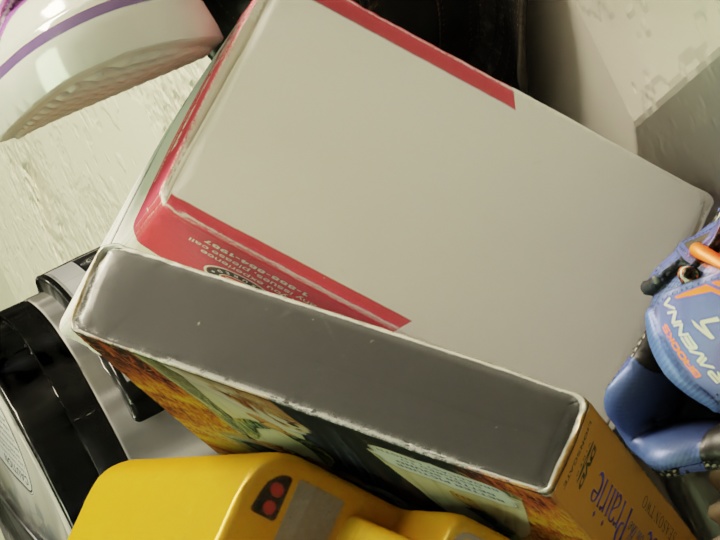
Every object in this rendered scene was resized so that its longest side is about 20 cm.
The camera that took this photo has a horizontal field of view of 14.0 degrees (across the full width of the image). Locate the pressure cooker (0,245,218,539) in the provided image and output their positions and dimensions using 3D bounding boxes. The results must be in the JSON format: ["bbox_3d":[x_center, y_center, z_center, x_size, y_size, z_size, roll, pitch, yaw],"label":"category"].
[{"bbox_3d":[-0.064,0.077,1.111,0.179,0.200,0.176,63,166,12],"label":"pressure cooker"}]

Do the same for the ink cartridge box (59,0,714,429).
[{"bbox_3d":[0.000,0.000,0.905,0.145,0.084,0.200,28,163,-7],"label":"ink cartridge box"}]

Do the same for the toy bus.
[{"bbox_3d":[-0.025,0.093,0.834,0.078,0.065,0.200,29,167,-15],"label":"toy bus"}]

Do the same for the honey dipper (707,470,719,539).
[{"bbox_3d":[0.112,0.155,0.811,0.038,0.038,0.200,145,130,-73],"label":"honey dipper"}]

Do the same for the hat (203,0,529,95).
[{"bbox_3d":[-0.022,-0.109,0.944,0.201,0.081,0.201,57,161,31],"label":"hat"}]

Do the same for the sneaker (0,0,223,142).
[{"bbox_3d":[-0.099,-0.103,0.881,0.200,0.073,0.114,-149,36,-79],"label":"sneaker"}]

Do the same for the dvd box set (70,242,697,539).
[{"bbox_3d":[0.020,0.058,0.830,0.146,0.029,0.200,18,166,24],"label":"dvd box set"}]

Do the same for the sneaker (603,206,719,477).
[{"bbox_3d":[0.110,0.005,0.702,0.075,0.078,0.200,59,162,21],"label":"sneaker"}]
